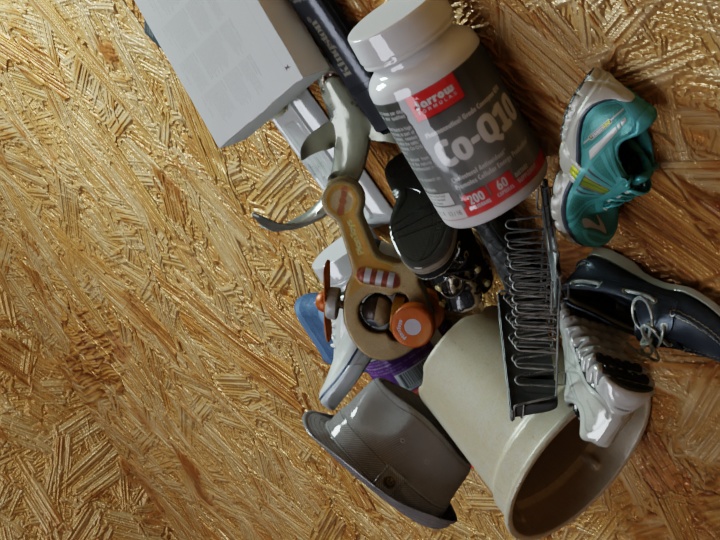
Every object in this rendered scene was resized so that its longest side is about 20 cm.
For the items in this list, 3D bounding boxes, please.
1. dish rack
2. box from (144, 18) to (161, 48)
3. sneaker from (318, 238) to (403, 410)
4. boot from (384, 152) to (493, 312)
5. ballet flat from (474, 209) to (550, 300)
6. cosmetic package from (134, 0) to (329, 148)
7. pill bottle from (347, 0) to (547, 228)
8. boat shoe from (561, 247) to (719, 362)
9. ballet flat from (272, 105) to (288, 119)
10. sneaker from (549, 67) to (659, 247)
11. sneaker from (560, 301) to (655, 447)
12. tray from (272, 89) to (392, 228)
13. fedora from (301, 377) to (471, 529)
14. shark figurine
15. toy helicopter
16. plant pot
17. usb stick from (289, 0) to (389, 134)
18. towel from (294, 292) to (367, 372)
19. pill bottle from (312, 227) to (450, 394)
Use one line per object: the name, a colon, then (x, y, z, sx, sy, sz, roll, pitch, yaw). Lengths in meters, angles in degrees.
dish rack: (0.161, 0.023, 1.560, 0.154, 0.054, 0.201, -94, 0, -46)
box: (-0.173, -0.285, 1.870, 0.158, 0.051, 0.200, 44, 156, 15)
sneaker: (-0.005, 0.057, 1.848, 0.070, 0.201, 0.073, 28, -170, 4)
boot: (0.084, -0.020, 1.692, 0.201, 0.073, 0.151, -105, -12, -56)
ballet flat: (0.133, -0.026, 1.665, 0.056, 0.067, 0.201, -17, 120, 27)
cosmetic package: (-0.139, -0.252, 1.735, 0.150, 0.051, 0.201, -34, 85, 43)
pill bottle: (0.078, -0.150, 1.520, 0.201, 0.114, 0.114, 58, 157, -19)
boat shoe: (0.266, 0.041, 1.529, 0.199, 0.062, 0.075, 33, 154, 38)
ballet flat: (-0.105, -0.205, 1.824, 0.068, 0.068, 0.200, 55, 157, 18)
sneaker: (0.212, -0.082, 1.432, 0.079, 0.078, 0.201, 29, 151, 22)
sneaker: (0.217, 0.091, 1.582, 0.074, 0.082, 0.200, 16, -156, -10)
tray: (-0.040, -0.126, 1.907, 0.201, 0.022, 0.107, 54, 159, -9)
fedora: (0.042, 0.183, 1.784, 0.200, 0.091, 0.177, 40, -171, 8)
shark figurine: (-0.026, -0.118, 1.792, 0.127, 0.216, 0.090, 21, -161, -4)
toy helicopter: (0.000, 0.000, 1.764, 0.079, 0.131, 0.202, -46, -64, -71)
plant pot: (0.166, 0.141, 1.723, 0.183, 0.200, 0.201, 43, 158, 32)
usb stick: (-0.017, -0.226, 1.690, 0.201, 0.033, 0.055, 56, 158, -12)
towel: (-0.008, 0.077, 2.130, 0.112, 0.048, 0.199, 58, 158, -18)
pill bottle: (0.031, 0.054, 1.934, 0.201, 0.111, 0.111, 56, 157, -14)
